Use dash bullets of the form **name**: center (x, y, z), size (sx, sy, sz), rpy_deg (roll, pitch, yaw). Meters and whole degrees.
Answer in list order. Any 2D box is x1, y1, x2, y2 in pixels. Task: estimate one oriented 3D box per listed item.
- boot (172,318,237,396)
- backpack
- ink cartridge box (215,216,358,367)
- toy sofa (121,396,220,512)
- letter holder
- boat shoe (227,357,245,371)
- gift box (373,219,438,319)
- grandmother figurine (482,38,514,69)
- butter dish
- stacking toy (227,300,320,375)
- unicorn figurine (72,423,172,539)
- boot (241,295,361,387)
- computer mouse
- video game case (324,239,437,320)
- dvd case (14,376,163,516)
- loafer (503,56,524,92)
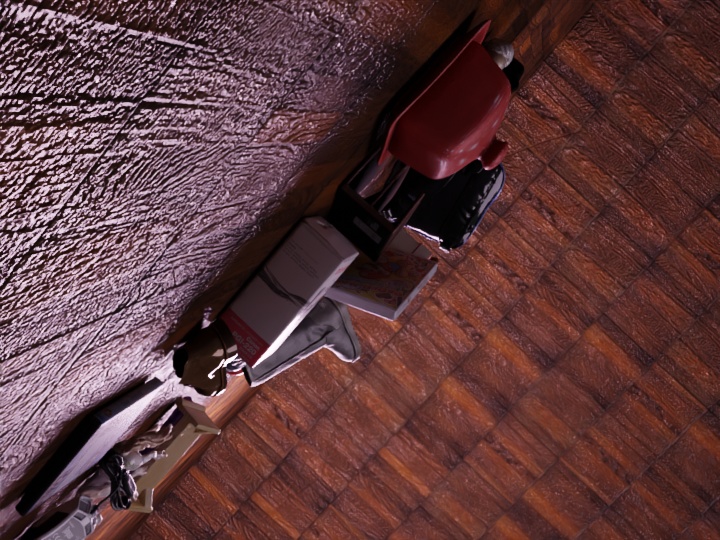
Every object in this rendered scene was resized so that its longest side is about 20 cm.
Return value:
- **boot**: center (-0.216, 0.126, 1.269), size (0.075, 0.074, 0.200), rpy_deg (-26, 164, -23)
- **backpack**: center (0.150, -0.169, 1.702), size (0.201, 0.182, 0.148), rpy_deg (-54, -162, 32)
- **ink cartridge box**: center (-0.102, 0.026, 1.341), size (0.200, 0.085, 0.146), rpy_deg (-50, 177, 9)
- **toy sofa**: center (-0.343, 0.305, 1.632), size (0.200, 0.098, 0.083), rpy_deg (-48, 153, 2)
- **letter holder**: center (0.041, -0.116, 1.451), size (0.142, 0.100, 0.200), rpy_deg (-49, 178, -13)
- **boat shoe**: center (-0.144, 0.077, 1.505), size (0.200, 0.071, 0.091), rpy_deg (-46, 179, -19)
- **gift box**: center (0.044, -0.011, 2.043), size (0.185, 0.186, 0.200), rpy_deg (-48, 178, 3)
- **grandmother figurine**: center (0.162, -0.283, 1.472), size (0.200, 0.061, 0.121), rpy_deg (-45, -175, -18)
- **butter dish**: center (0.131, -0.194, 1.267), size (0.200, 0.148, 0.200), rpy_deg (-47, 177, -10)
- **stacking toy**: center (-0.161, 0.101, 1.652), size (0.200, 0.086, 0.085), rpy_deg (-41, 176, -8)
- **unicorn figurine**: center (-0.358, 0.302, 1.410), size (0.137, 0.073, 0.201), rpy_deg (-24, 143, -61)
- **boot**: center (-0.103, 0.138, 1.622), size (0.199, 0.072, 0.183), rpy_deg (-38, 135, -18)
- **computer mouse**: center (-0.394, 0.335, 1.298), size (0.200, 0.044, 0.110), rpy_deg (-40, 141, -27)
- **video game case**: center (0.000, 0.000, 1.523), size (0.182, 0.198, 0.023), rpy_deg (-44, 149, -54)
- **dvd case**: center (-0.312, 0.200, 1.128), size (0.143, 0.018, 0.200), rpy_deg (-48, 178, 10)
- **loafer**: center (0.266, -0.358, 1.864), size (0.072, 0.073, 0.200), rpy_deg (-52, 176, 34)
